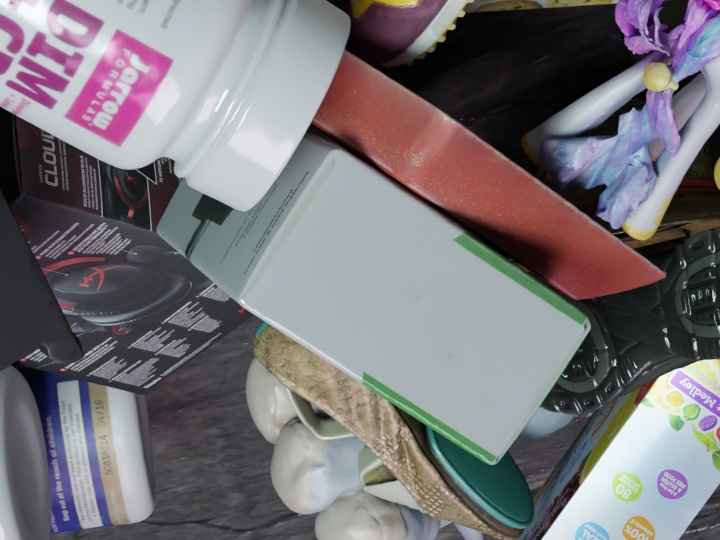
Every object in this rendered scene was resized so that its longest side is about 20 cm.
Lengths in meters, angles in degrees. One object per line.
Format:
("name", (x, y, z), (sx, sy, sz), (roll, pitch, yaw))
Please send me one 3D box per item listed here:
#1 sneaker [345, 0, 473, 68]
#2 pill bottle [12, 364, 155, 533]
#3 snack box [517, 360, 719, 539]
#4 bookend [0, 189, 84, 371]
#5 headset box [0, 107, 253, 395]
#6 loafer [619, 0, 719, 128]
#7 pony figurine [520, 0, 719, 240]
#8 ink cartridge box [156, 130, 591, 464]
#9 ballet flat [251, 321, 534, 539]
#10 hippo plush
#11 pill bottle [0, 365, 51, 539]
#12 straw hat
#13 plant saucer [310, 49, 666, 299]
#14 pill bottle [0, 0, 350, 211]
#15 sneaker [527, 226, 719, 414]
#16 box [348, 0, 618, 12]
("sneaker", (0.020, -0.174, 1.236), (0.090, 0.075, 0.200), (13, 129, -21))
("pill bottle", (-0.219, 0.095, 1.627), (0.200, 0.116, 0.116), (-8, 152, -2))
("snack box", (0.160, 0.099, 1.609), (0.068, 0.169, 0.200), (35, 105, 0))
("bookend", (-0.258, 0.000, 1.299), (0.199, 0.092, 0.200), (-34, 124, -15))
("headset box", (-0.151, -0.017, 1.482), (0.200, 0.075, 0.149), (15, 143, -37))
("loafer", (0.213, -0.095, 1.439), (0.071, 0.073, 0.200), (-31, 145, 34))
("pony figurine", (0.166, -0.101, 1.289), (0.200, 0.167, 0.193), (-45, 158, 31))
("ink cartridge box", (0.000, 0.000, 1.351), (0.146, 0.083, 0.200), (33, -179, -17))
("ballet flat", (0.013, 0.079, 1.528), (0.065, 0.071, 0.200), (-26, 122, 24))
("hippo plush", (0.051, 0.084, 1.622), (0.161, 0.159, 0.200), (-37, 107, 23))
("pill bottle", (-0.268, 0.114, 1.515), (0.200, 0.113, 0.112), (-7, 152, 7))
("straw hat", (0.135, -0.043, 1.493), (0.201, 0.085, 0.201), (-8, 169, -2))
("plant saucer", (0.020, -0.059, 1.346), (0.200, 0.200, 0.037), (31, 93, -50))
("pill bottle", (-0.112, -0.112, 1.207), (0.200, 0.114, 0.113), (28, 141, -11))
("sneaker", (0.152, 0.022, 1.437), (0.200, 0.076, 0.091), (-12, 179, 42))
("box", (0.092, -0.147, 1.347), (0.199, 0.039, 0.041), (-4, 151, -8))
